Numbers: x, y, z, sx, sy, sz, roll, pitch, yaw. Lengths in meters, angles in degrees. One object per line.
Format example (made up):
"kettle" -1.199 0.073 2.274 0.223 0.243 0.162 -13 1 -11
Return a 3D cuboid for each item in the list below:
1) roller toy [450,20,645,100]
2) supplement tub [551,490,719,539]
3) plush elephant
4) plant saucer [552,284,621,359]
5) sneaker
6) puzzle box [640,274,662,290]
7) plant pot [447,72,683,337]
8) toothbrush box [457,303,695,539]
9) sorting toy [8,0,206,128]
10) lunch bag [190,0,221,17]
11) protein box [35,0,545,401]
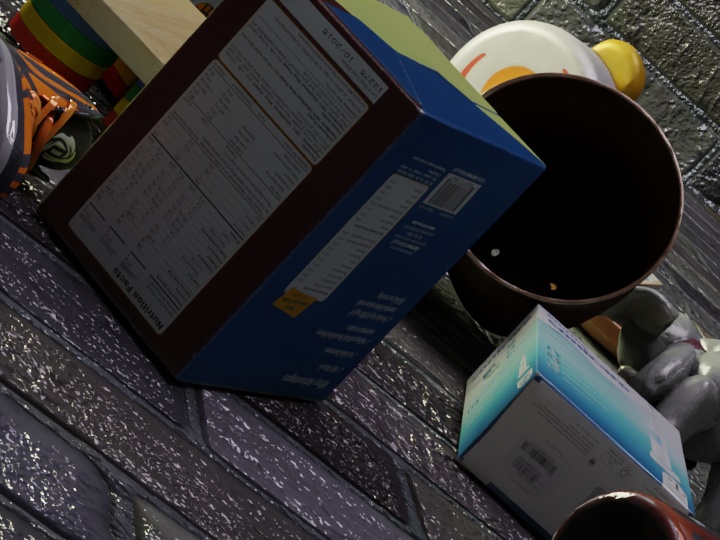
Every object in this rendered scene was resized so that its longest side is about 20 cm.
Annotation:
"roller toy" 0.173 -0.145 2.372 0.182 0.201 0.140 16 -4 29
"supplement tub" 0.205 0.214 1.505 0.200 0.107 0.107 31 18 -45
"plush elephant" 0.249 0.094 1.930 0.165 0.201 0.155 37 -9 -38
"plant saucer" 0.237 0.039 2.342 0.200 0.032 0.200 41 13 -12
"sneaker" -0.184 -0.082 1.301 0.112 0.078 0.200 34 16 -33
"puzzle box" 0.255 -0.025 2.612 0.133 0.025 0.200 47 13 14
"plant pot" 0.137 -0.026 1.877 0.187 0.187 0.200 46 -20 11
"toothbrush box" 0.149 0.120 1.676 0.146 0.085 0.200 41 13 -6
"sorting toy" -0.139 -0.130 1.614 0.199 0.070 0.200 47 13 12
"lunch bag" -0.108 -0.262 2.021 0.170 0.124 0.201 21 34 -59
"protein box" -0.035 -0.046 1.370 0.135 0.200 0.198 49 13 21
